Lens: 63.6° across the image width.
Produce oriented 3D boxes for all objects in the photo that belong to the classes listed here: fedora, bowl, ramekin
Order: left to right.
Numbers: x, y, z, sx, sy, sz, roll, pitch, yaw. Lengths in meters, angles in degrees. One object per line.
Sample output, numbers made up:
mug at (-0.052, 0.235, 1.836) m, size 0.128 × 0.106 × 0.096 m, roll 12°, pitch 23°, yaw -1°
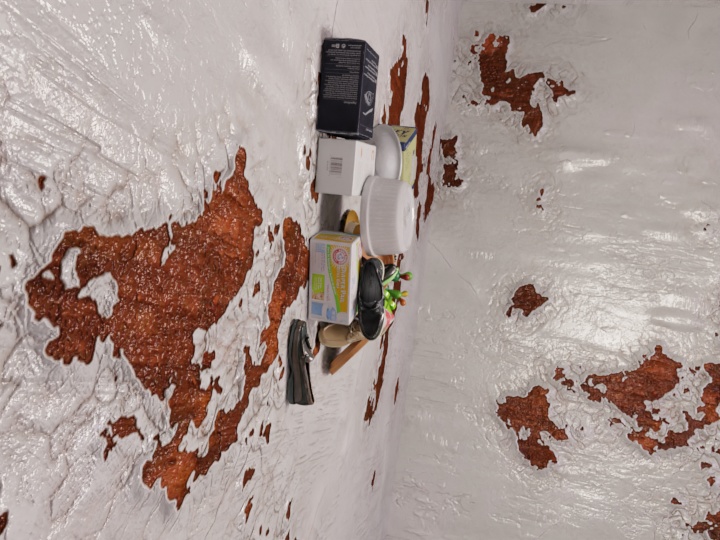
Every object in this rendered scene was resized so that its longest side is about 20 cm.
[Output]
fedora at (-0.004, -0.075, 1.665) m, size 0.200 × 0.079 × 0.207 m, roll 8°, pitch 90°, yaw -77°
bowl at (0.024, -0.293, 1.573) m, size 0.200 × 0.088 × 0.208 m, roll 13°, pitch -76°, yaw 61°
ramekin at (0.073, -0.136, 1.463) m, size 0.200 × 0.102 × 0.207 m, roll 2°, pitch 90°, yaw -73°

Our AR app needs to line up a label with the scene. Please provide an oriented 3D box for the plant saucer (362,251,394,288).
plant saucer at (0.001, -0.008, 1.598) m, size 0.037 × 0.195 × 0.206 m, roll 40°, pitch -46°, yaw 55°

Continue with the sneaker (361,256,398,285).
sneaker at (0.000, 0.000, 1.484) m, size 0.077 × 0.194 × 0.086 m, roll -65°, pitch 150°, yaw -61°

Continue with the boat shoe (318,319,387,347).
boat shoe at (-0.017, 0.152, 1.537) m, size 0.065 × 0.195 × 0.073 m, roll -47°, pitch -123°, yaw 61°

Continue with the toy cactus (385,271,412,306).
toy cactus at (0.060, 0.043, 1.707) m, size 0.104 × 0.195 × 0.167 m, roll -105°, pitch 173°, yaw -47°

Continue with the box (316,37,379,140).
box at (-0.027, -0.414, 1.348) m, size 0.148 × 0.101 × 0.206 m, roll -23°, pitch 120°, yaw -75°

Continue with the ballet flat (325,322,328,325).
ballet flat at (-0.043, 0.110, 1.628) m, size 0.068 × 0.068 × 0.203 m, roll 84°, pitch 19°, yaw -44°

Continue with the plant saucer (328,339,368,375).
plant saucer at (-0.017, 0.220, 1.661) m, size 0.200 × 0.032 × 0.200 m, roll -42°, pitch 176°, yaw -4°

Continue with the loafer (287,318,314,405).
loafer at (-0.128, 0.213, 1.338) m, size 0.072 × 0.061 × 0.206 m, roll -38°, pitch 134°, yaw -71°

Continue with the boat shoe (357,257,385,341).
boat shoe at (0.025, 0.068, 1.413) m, size 0.066 × 0.072 × 0.206 m, roll 20°, pitch 77°, yaw -75°

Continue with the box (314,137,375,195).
box at (-0.033, -0.251, 1.422) m, size 0.200 × 0.095 × 0.128 m, roll -26°, pitch 122°, yaw -73°

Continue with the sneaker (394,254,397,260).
sneaker at (0.044, -0.032, 1.767) m, size 0.200 × 0.077 × 0.091 m, roll -42°, pitch -140°, yaw 42°

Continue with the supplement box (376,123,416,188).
supplement box at (0.093, -0.332, 1.830) m, size 0.201 × 0.130 × 0.205 m, roll -60°, pitch 154°, yaw -58°

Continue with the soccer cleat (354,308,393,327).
soccer cleat at (-0.002, 0.096, 1.524) m, size 0.072 × 0.197 × 0.070 m, roll -8°, pitch 120°, yaw -56°

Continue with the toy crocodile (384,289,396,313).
toy crocodile at (0.051, 0.097, 1.617) m, size 0.069 × 0.061 × 0.201 m, roll -60°, pitch 153°, yaw -16°

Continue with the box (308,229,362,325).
box at (-0.060, 0.014, 1.418) m, size 0.101 × 0.109 × 0.206 m, roll -46°, pitch 140°, yaw -68°
